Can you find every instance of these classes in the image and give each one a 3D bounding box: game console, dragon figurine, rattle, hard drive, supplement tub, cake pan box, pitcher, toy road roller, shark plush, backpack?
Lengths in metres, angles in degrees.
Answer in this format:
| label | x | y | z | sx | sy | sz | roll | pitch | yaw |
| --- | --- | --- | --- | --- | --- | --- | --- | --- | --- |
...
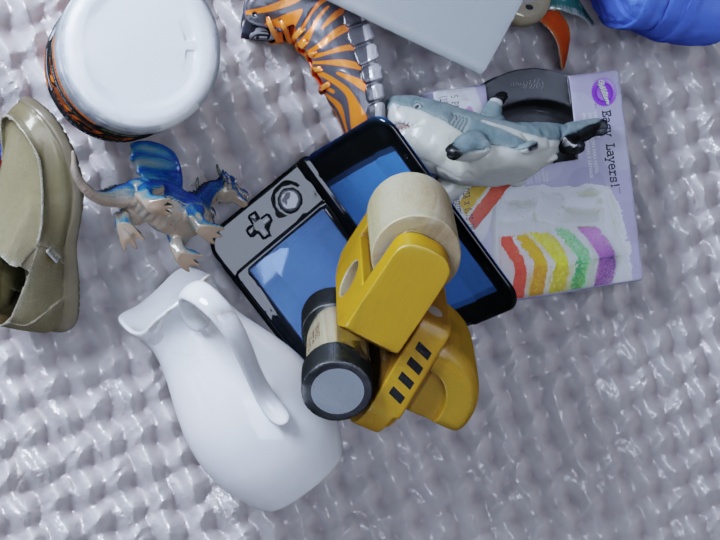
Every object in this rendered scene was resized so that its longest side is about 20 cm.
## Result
| label | x | y | z | sx | sy | sz | roll | pitch | yaw |
| --- | --- | --- | --- | --- | --- | --- | --- | --- | --- |
| game console | 0.000 | 0.000 | 1.326 | 0.170 | 0.118 | 0.201 | -39 | 100 | -10 |
| dragon figurine | -0.169 | -0.063 | 1.266 | 0.199 | 0.100 | 0.059 | 21 | 119 | -39 |
| rattle | 0.148 | -0.275 | 1.358 | 0.130 | 0.143 | 0.201 | -37 | 94 | -31 |
| hard drive | 0.045 | -0.259 | 1.289 | 0.198 | 0.027 | 0.133 | 22 | 110 | -20 |
| supplement tub | -0.183 | -0.164 | 1.232 | 0.121 | 0.200 | 0.124 | 0 | 91 | -15 |
| cake pan box | 0.152 | -0.077 | 1.405 | 0.182 | 0.052 | 0.203 | -7 | 92 | -17 |
| pitcher | -0.096 | 0.094 | 1.276 | 0.121 | 0.171 | 0.201 | -38 | 99 | -16 |
| toy road roller | 0.044 | 0.038 | 1.263 | 0.145 | 0.123 | 0.201 | 24 | 115 | -15 |
| shark plush | 0.122 | -0.122 | 1.340 | 0.197 | 0.091 | 0.084 | -12 | 64 | -10 |
| backpack | 0.263 | -0.303 | 1.379 | 0.166 | 0.163 | 0.203 | 6 | 102 | -6 |

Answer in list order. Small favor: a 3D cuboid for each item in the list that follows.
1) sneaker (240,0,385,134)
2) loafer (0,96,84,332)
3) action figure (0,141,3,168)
| label | x | y | z | sx | sy | sz | roll | pitch | yaw |
| --- | --- | --- | --- | --- | --- | --- | --- | --- | --- |
| sneaker | -0.044 | -0.186 | 1.343 | 0.111 | 0.078 | 0.203 | -10 | 84 | -10 |
| loafer | -0.262 | -0.036 | 1.244 | 0.067 | 0.076 | 0.202 | -20 | 120 | -36 |
| action figure | -0.341 | -0.142 | 1.266 | 0.065 | 0.099 | 0.202 | -31 | 121 | -16 |
